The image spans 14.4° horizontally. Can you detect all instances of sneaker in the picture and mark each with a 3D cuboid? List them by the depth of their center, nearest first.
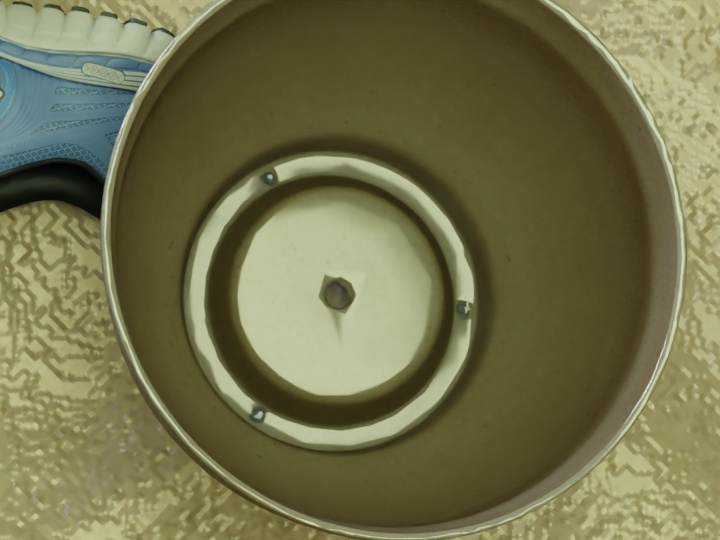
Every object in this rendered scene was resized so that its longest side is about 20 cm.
[{"bbox_3d":[-0.158,-0.057,1.025,0.199,0.079,0.090,11,76,-8],"label":"sneaker"}]

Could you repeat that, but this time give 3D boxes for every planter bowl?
[{"bbox_3d":[0.000,0.000,1.012,0.199,0.135,0.202,2,80,-12],"label":"planter bowl"}]
